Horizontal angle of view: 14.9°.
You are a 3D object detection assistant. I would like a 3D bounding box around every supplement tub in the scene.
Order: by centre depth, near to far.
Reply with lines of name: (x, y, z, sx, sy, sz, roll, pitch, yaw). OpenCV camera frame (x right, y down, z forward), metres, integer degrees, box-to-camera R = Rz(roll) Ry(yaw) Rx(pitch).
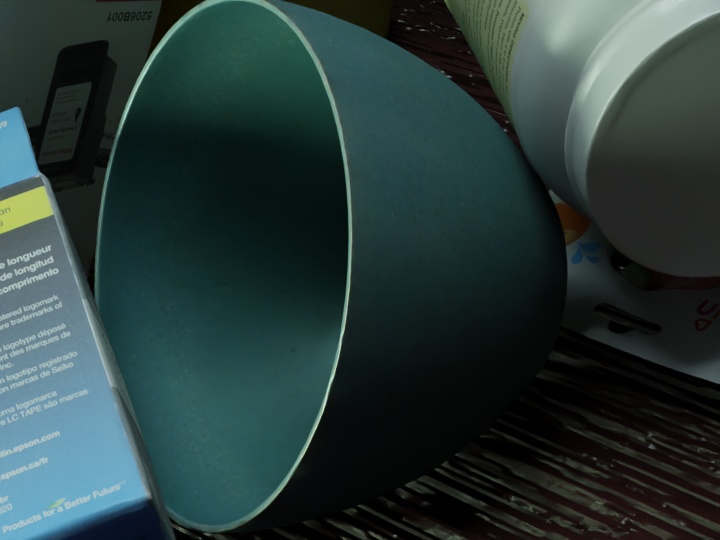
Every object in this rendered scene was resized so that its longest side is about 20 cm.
supplement tub: (0.112, -0.106, 1.069, 0.144, 0.146, 0.201, -17, 41, -6)

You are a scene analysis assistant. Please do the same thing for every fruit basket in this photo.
fruit basket: (0.161, -0.036, 1.129, 0.200, 0.094, 0.185, -38, 38, -30)

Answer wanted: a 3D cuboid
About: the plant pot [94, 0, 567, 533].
plant pot: (0.000, 0.000, 1.065, 0.134, 0.201, 0.200, 3, 20, -32)

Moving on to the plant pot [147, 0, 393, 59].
plant pot: (-0.084, -0.165, 1.355, 0.194, 0.196, 0.200, 9, 28, 34)

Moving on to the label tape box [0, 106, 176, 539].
label tape box: (-0.165, 0.049, 1.064, 0.142, 0.066, 0.201, -21, 53, -2)

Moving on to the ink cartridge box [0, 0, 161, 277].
ink cartridge box: (-0.170, -0.076, 1.177, 0.083, 0.201, 0.145, 27, 21, 31)
